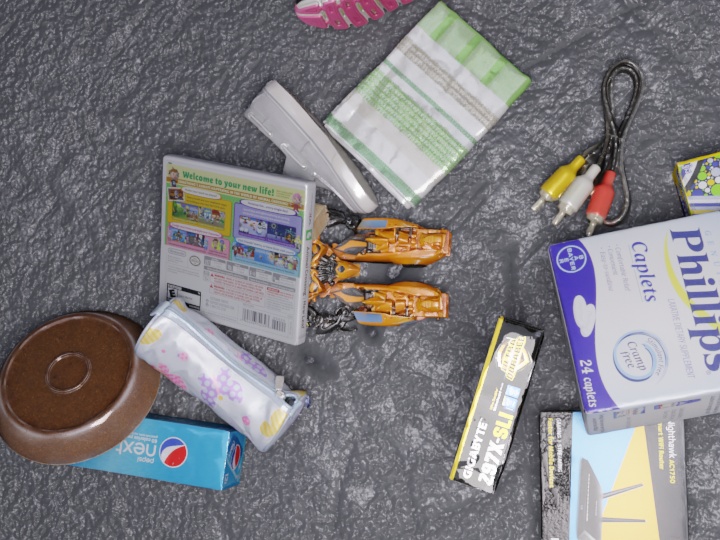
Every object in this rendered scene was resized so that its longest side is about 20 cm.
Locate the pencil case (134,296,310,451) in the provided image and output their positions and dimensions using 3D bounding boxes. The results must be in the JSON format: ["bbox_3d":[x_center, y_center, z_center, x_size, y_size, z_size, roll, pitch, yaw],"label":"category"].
[{"bbox_3d":[-0.155,0.115,1.126,0.200,0.091,0.083,36,68,7],"label":"pencil case"}]

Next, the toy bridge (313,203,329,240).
[{"bbox_3d":[-0.124,-0.080,1.162,0.200,0.027,0.067,11,47,27],"label":"toy bridge"}]

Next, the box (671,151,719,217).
[{"bbox_3d":[0.433,-0.100,1.043,0.200,0.064,0.070,-15,81,11],"label":"box"}]

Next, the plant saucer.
[{"bbox_3d":[-0.330,0.124,1.154,0.200,0.035,0.201,-4,56,6],"label":"plant saucer"}]

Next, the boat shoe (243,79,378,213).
[{"bbox_3d":[-0.060,-0.130,1.149,0.069,0.072,0.200,-43,79,9],"label":"boat shoe"}]

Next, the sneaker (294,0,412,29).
[{"bbox_3d":[0.014,-0.345,1.154,0.200,0.074,0.088,-20,75,10],"label":"sneaker"}]

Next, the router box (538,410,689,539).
[{"bbox_3d":[0.263,0.247,1.053,0.149,0.051,0.200,-2,83,12],"label":"router box"}]

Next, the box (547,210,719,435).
[{"bbox_3d":[0.305,0.052,1.011,0.200,0.105,0.184,-12,66,9],"label":"box"}]

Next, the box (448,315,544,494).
[{"bbox_3d":[0.142,0.130,1.015,0.049,0.200,0.160,19,89,12],"label":"box"}]

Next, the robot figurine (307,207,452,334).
[{"bbox_3d":[0.000,0.000,1.129,0.200,0.058,0.145,1,84,12],"label":"robot figurine"}]

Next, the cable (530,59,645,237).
[{"bbox_3d":[0.269,-0.129,1.087,0.097,0.050,0.200,27,92,12],"label":"cable"}]

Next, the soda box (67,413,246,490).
[{"bbox_3d":[-0.237,0.201,1.159,0.200,0.064,0.068,6,86,13],"label":"soda box"}]

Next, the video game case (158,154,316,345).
[{"bbox_3d":[-0.142,-0.026,1.129,0.200,0.022,0.182,13,108,28],"label":"video game case"}]

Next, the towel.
[{"bbox_3d":[0.075,-0.188,1.151,0.200,0.031,0.149,-45,80,3],"label":"towel"}]
